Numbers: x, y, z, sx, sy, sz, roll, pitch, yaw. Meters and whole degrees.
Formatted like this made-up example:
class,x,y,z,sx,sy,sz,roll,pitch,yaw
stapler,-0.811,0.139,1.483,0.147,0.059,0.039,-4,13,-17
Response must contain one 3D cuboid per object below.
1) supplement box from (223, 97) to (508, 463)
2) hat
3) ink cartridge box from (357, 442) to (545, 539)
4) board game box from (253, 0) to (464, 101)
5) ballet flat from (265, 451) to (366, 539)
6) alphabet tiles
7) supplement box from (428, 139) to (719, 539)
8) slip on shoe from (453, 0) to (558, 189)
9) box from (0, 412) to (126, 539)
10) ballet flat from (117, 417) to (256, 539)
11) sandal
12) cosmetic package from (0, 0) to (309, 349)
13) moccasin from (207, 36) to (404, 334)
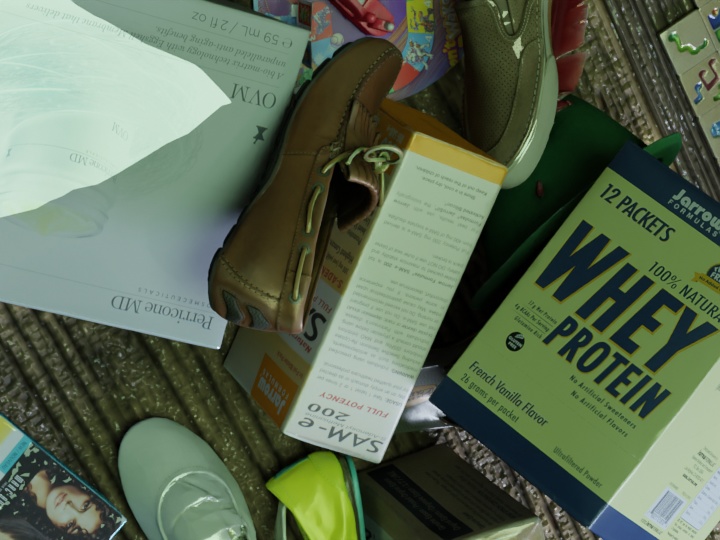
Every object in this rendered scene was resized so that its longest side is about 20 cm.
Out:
class,x,y,z,sx,sy,sz,roll,pitch,yaw
supplement box,0.000,0.000,1.590,0.073,0.126,0.201,19,99,-25
hat,0.096,-0.100,1.662,0.200,0.166,0.176,-34,80,-30
ink cartridge box,0.069,0.233,1.661,0.075,0.165,0.201,-17,107,-17
board game box,0.011,-0.198,1.607,0.158,0.039,0.201,-8,106,-22
ballet flat,-0.018,0.216,1.678,0.067,0.067,0.201,-16,101,-13
alphabet tiles,0.294,-0.147,1.763,0.166,0.006,0.200,-34,113,-14
supplement box,0.180,0.061,1.600,0.200,0.134,0.200,-52,154,0
slip on shoe,0.084,-0.152,1.601,0.060,0.076,0.201,15,81,-37
box,-0.243,0.119,1.563,0.200,0.049,0.082,42,84,-25
ballet flat,-0.089,0.183,1.636,0.069,0.069,0.200,-29,111,-15
sandal,0.081,0.071,1.677,0.199,0.055,0.082,-14,129,-24
cosmetic package,-0.163,-0.078,1.515,0.199,0.123,0.201,13,98,-26
moccasin,-0.017,-0.051,1.486,0.074,0.077,0.202,90,22,-52
